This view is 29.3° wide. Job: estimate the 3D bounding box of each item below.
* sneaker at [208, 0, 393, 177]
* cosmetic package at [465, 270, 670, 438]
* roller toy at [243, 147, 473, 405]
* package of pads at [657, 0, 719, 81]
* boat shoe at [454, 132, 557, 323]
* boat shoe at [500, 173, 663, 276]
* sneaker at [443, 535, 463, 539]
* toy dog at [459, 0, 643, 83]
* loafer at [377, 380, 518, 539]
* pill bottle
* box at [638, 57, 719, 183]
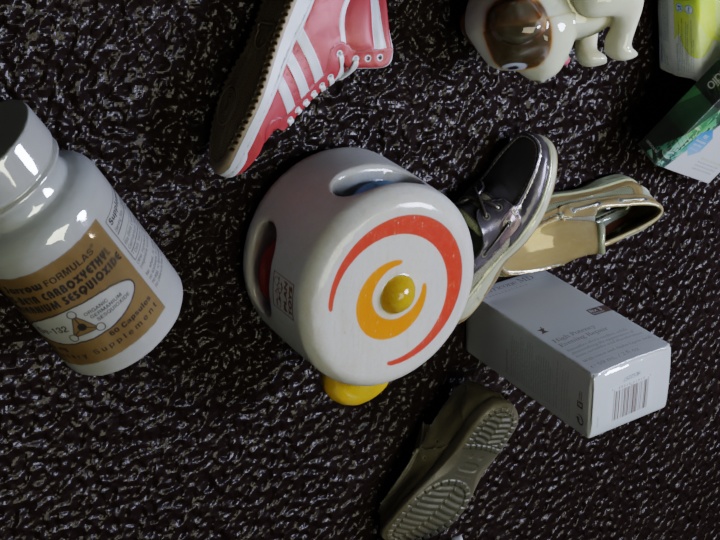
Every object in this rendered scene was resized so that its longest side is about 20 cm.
[{"bbox_3d":[-0.044,-0.158,1.131,0.111,0.071,0.202,20,98,-36],"label":"sneaker"},{"bbox_3d":[0.196,0.074,1.327,0.100,0.199,0.075,-16,121,-28],"label":"cosmetic package"},{"bbox_3d":[0.000,0.000,1.193,0.201,0.139,0.182,-50,130,-4],"label":"roller toy"},{"bbox_3d":[0.382,-0.289,1.370,0.198,0.068,0.157,-24,122,-23],"label":"package of pads"},{"bbox_3d":[0.114,-0.043,1.299,0.064,0.072,0.201,22,104,-46],"label":"boat shoe"},{"bbox_3d":[0.215,-0.041,1.366,0.198,0.076,0.073,-26,125,-22],"label":"boat shoe"},{"bbox_3d":[0.065,0.340,1.460,0.097,0.072,0.201,-5,145,3],"label":"sneaker"},{"bbox_3d":[0.178,-0.256,1.200,0.201,0.139,0.194,-49,117,-5],"label":"toy dog"},{"bbox_3d":[0.084,0.195,1.399,0.076,0.068,0.201,26,111,-37],"label":"loafer"},{"bbox_3d":[-0.229,-0.024,1.037,0.114,0.114,0.201,-42,129,-11],"label":"pill bottle"},{"bbox_3d":[0.383,-0.176,1.377,0.200,0.036,0.143,-49,151,22],"label":"box"}]
